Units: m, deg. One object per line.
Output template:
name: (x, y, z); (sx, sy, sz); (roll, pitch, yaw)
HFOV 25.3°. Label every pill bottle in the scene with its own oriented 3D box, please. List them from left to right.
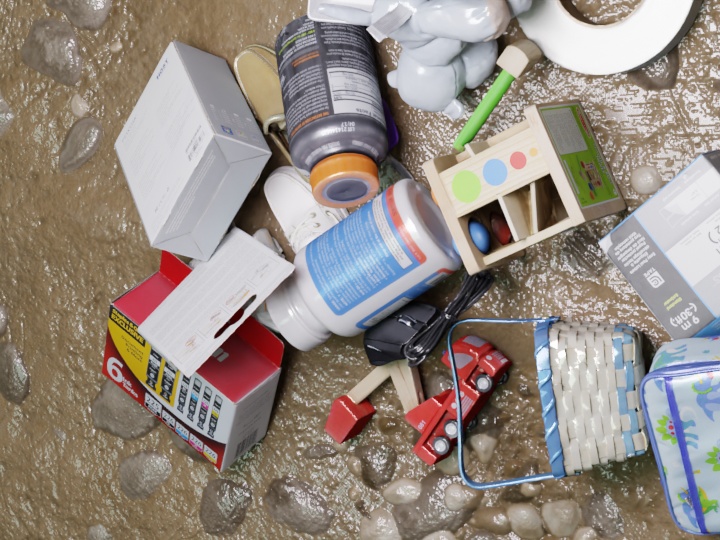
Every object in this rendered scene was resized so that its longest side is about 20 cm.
pill bottle: (-0.028, -0.166, 1.694); (0.106, 0.106, 0.200); (-26, 57, 29)
pill bottle: (0.000, 0.000, 1.685); (0.200, 0.112, 0.112); (-33, 82, 20)

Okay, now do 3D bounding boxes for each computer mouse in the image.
computer mouse: (0.065, 0.040, 1.707); (0.046, 0.200, 0.140); (46, 78, -8)

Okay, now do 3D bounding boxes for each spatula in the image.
spatula: (0.051, -0.097, 1.753); (0.056, 0.021, 0.200); (-35, 83, 41)

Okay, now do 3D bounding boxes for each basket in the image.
basket: (0.193, 0.133, 1.640); (0.200, 0.139, 0.177); (-4, 95, 9)

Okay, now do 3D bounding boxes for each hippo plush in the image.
hippo plush: (0.091, -0.228, 1.616); (0.159, 0.200, 0.161); (29, 147, 35)

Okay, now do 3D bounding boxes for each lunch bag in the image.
lunch bag: (0.363, 0.164, 1.570); (0.160, 0.082, 0.200); (-5, 114, 26)

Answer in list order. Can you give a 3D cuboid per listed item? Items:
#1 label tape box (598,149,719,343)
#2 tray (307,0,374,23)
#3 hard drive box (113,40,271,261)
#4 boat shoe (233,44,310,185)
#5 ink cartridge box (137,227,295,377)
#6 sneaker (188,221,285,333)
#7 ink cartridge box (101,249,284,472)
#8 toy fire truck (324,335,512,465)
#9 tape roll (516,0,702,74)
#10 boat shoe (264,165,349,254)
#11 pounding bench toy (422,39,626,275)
label tape box: (0.355, 0.002, 1.583); (0.143, 0.066, 0.200); (-42, 76, 27)
tray: (0.006, -0.357, 1.673); (0.107, 0.022, 0.200); (6, 100, 2)
hard drive box: (-0.191, -0.136, 1.790); (0.156, 0.077, 0.200); (-56, 37, 25)
boat shoe: (-0.082, -0.172, 1.782); (0.200, 0.076, 0.072); (50, 119, 14)
ink cartridge box: (-0.145, 0.044, 1.707); (0.163, 0.057, 0.200); (-47, 30, -7)
sneaker: (-0.106, 0.006, 1.829); (0.200, 0.076, 0.092); (27, 104, 20)
ink cartridge box: (-0.195, 0.101, 1.847); (0.200, 0.084, 0.176); (36, 139, 19)
toy fire truck: (0.062, 0.137, 1.771); (0.141, 0.049, 0.200); (39, 114, 18)
tape roll: (0.246, -0.298, 1.608); (0.202, 0.037, 0.203); (5, 100, 28)
boat shoe: (-0.045, -0.036, 1.788); (0.200, 0.069, 0.071); (49, 116, 13)
pounding bench toy: (0.146, -0.117, 1.641); (0.156, 0.124, 0.200); (-25, 86, 29)
